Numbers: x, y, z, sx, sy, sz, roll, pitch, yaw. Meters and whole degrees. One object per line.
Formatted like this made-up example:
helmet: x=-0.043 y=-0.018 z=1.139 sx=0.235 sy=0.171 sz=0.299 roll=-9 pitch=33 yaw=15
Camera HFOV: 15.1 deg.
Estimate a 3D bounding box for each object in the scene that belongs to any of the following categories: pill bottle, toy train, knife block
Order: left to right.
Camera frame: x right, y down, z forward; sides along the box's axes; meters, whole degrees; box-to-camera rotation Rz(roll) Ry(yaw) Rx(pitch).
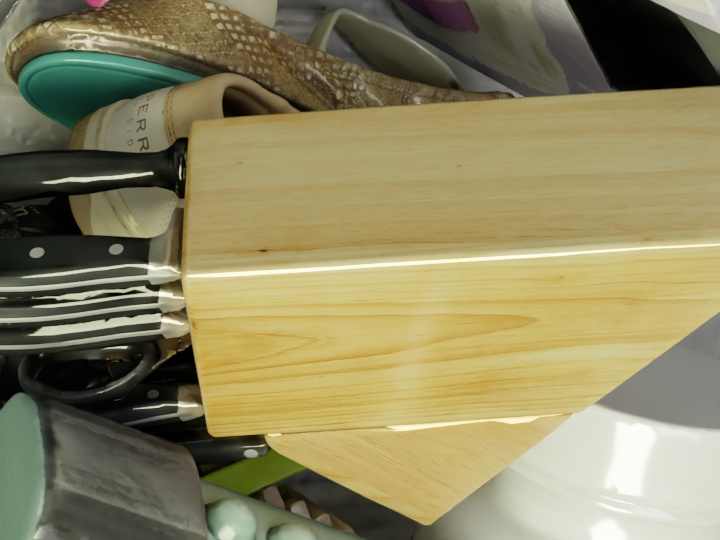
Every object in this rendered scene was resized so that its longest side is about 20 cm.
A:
toy train: x=-0.051 y=0.110 z=0.782 sx=0.200 sy=0.085 sz=0.114 roll=24 pitch=123 yaw=-27
knife block: x=-0.016 y=-0.008 z=0.755 sx=0.175 sy=0.064 sz=0.200 roll=29 pitch=130 yaw=-28
pill bottle: x=0.068 y=0.126 z=0.876 sx=0.120 sy=0.120 sz=0.200 roll=3 pitch=109 yaw=-30

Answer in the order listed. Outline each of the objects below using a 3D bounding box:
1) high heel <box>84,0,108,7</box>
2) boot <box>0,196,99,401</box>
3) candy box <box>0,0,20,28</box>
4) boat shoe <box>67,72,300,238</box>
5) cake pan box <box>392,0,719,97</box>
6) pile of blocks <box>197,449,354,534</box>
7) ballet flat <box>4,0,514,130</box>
high heel: x=-0.012 y=-0.154 z=0.746 sx=0.200 sy=0.067 sz=0.096 roll=-25 pitch=85 yaw=-3
boot: x=-0.144 y=0.073 z=0.837 sx=0.158 sy=0.079 sz=0.211 roll=-3 pitch=95 yaw=-34
candy box: x=-0.154 y=-0.156 z=0.785 sx=0.168 sy=0.072 sz=0.200 roll=38 pitch=82 yaw=-31
boat shoe: x=0.000 y=0.000 z=0.856 sx=0.200 sy=0.069 sz=0.074 roll=30 pitch=48 yaw=-39
cake pan box: x=0.066 y=-0.100 z=0.817 sx=0.052 sy=0.200 sz=0.184 roll=-51 pitch=145 yaw=-8
pile of blocks: x=-0.042 y=0.109 z=0.902 sx=0.062 sy=0.082 sz=0.200 roll=-23 pitch=112 yaw=-23
ballet flat: x=-0.026 y=-0.061 z=0.893 sx=0.200 sy=0.070 sz=0.065 roll=21 pitch=64 yaw=-34
